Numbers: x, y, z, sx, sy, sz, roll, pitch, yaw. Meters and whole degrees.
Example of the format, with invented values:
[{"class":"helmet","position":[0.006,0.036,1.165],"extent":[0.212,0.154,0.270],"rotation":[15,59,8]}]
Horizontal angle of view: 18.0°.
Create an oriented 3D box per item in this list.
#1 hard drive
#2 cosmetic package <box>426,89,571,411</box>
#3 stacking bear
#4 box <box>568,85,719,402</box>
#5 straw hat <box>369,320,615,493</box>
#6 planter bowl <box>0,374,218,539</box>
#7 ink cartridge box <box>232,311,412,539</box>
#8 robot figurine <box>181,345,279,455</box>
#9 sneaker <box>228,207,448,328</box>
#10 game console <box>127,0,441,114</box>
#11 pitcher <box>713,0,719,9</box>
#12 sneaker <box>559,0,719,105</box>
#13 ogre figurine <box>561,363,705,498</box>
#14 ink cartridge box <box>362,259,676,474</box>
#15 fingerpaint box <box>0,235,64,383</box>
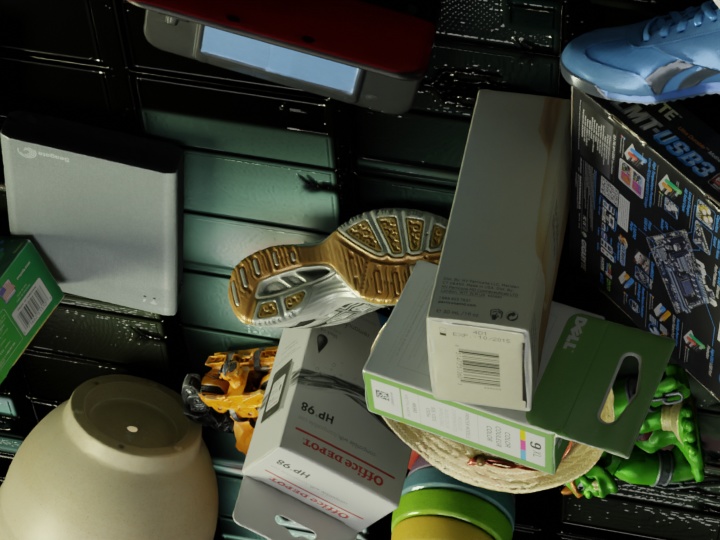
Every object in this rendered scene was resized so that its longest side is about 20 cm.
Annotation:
[{"class":"hard drive","position":[-0.209,-0.044,1.800],"extent":[0.139,0.033,0.200],"rotation":[13,146,4]},{"class":"cosmetic package","position":[0.099,-0.015,1.569],"extent":[0.071,0.201,0.105],"rotation":[7,147,11]},{"class":"stacking bear","position":[0.071,0.238,1.946],"extent":[0.121,0.201,0.114],"rotation":[36,141,-28]},{"class":"box","position":[0.222,-0.016,1.537],"extent":[0.198,0.050,0.200],"rotation":[43,156,30]},{"class":"straw hat","position":[0.108,0.069,1.753],"extent":[0.200,0.085,0.202],"rotation":[8,128,10]},{"class":"planter bowl","position":[-0.211,0.178,2.005],"extent":[0.199,0.200,0.135],"rotation":[18,120,-4]},{"class":"ink cartridge box","position":[-0.019,0.127,1.821],"extent":[0.116,0.201,0.067],"rotation":[28,143,-19]},{"class":"robot figurine","position":[-0.066,0.130,1.972],"extent":[0.145,0.058,0.200],"rotation":[-7,141,29]},{"class":"sneaker","position":[0.000,0.000,1.764],"extent":[0.199,0.076,0.088],"rotation":[-9,169,18]},{"class":"game console","position":[-0.056,-0.145,1.518],"extent":[0.199,0.119,0.173],"rotation":[16,146,0]},{"class":"pitcher","position":[0.255,-0.231,1.287],"extent":[0.171,0.121,0.200],"rotation":[-21,122,21]},{"class":"sneaker","position":[0.224,-0.152,1.454],"extent":[0.199,0.066,0.079],"rotation":[3,132,18]},{"class":"ogre figurine","position":[0.214,0.132,1.837],"extent":[0.119,0.099,0.200],"rotation":[-8,173,11]},{"class":"ink cartridge box","position":[0.112,0.075,1.602],"extent":[0.199,0.104,0.059],"rotation":[17,148,18]},{"class":"fingerpaint box","position":[-0.364,0.057,1.826],"extent":[0.166,0.200,0.073],"rotation":[9,141,35]}]
